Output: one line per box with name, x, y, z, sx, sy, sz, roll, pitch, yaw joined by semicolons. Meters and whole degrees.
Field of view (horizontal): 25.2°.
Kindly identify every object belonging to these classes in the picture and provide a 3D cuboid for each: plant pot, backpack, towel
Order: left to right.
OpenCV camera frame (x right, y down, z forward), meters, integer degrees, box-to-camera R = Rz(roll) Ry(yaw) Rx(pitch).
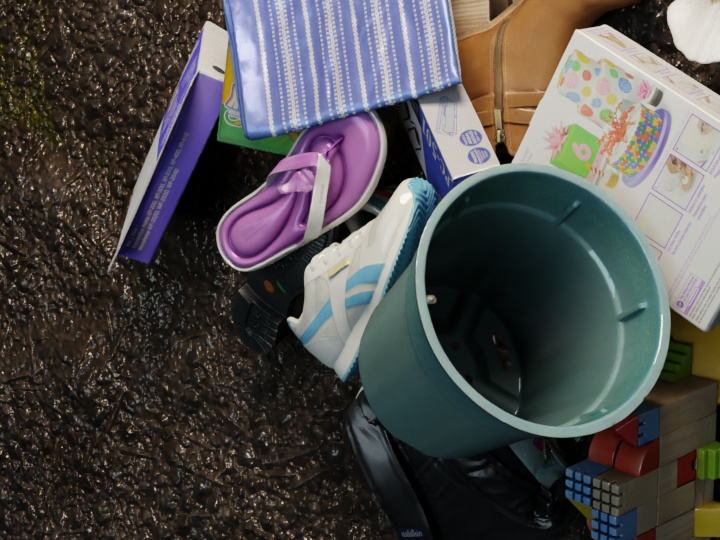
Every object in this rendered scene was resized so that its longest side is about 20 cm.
towel;-0.019;-0.197;1.324;0.198;0.024;0.146;-13;77;22
backpack;0.078;0.147;1.371;0.166;0.127;0.200;-34;102;25
plant pot;0.098;0.048;1.211;0.202;0.199;0.196;66;154;9

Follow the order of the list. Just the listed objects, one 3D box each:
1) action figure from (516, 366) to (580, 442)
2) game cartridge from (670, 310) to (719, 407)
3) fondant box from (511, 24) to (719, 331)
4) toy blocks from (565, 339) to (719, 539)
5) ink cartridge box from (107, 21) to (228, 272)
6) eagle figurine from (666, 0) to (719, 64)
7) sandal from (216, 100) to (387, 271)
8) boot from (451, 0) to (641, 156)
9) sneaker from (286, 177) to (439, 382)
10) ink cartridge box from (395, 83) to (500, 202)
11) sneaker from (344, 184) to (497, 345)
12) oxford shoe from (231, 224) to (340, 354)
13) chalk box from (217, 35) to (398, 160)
action figure;0.204;0.025;1.296;0.201;0.054;0.118;-54;35;18
game cartridge;0.310;-0.015;1.278;0.176;0.032;0.201;-30;76;32
fondant box;0.220;-0.072;1.207;0.199;0.058;0.145;36;120;21
toy blocks;0.220;0.171;1.274;0.100;0.136;0.202;16;113;46
ink cartridge box;-0.172;-0.112;1.500;0.043;0.200;0.199;23;112;-10
eagle figurine;0.294;-0.266;1.191;0.150;0.201;0.152;-10;45;3
sandal;-0.052;-0.061;1.358;0.083;0.050;0.203;49;120;6
boot;0.157;-0.171;1.334;0.199;0.077;0.157;-3;95;31
sneaker;0.000;0.000;1.344;0.081;0.076;0.201;37;123;14
ink cartridge box;0.069;-0.119;1.340;0.044;0.094;0.201;-16;51;-5
sneaker;0.043;0.016;1.419;0.070;0.093;0.201;-35;76;31
oxford shoe;-0.056;-0.011;1.469;0.073;0.084;0.200;46;141;12
chalk box;-0.042;-0.161;1.434;0.123;0.124;0.202;14;102;26
